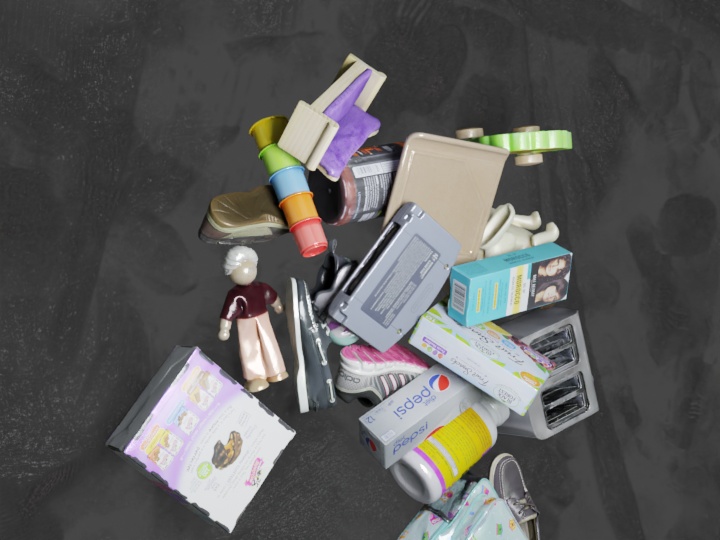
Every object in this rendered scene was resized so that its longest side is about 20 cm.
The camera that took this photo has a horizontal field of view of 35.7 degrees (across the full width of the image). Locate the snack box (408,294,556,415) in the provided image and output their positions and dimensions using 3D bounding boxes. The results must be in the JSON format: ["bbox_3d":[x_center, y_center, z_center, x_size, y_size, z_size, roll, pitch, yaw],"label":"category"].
[{"bbox_3d":[0.184,0.123,1.675,0.053,0.200,0.142,-62,168,22],"label":"snack box"}]

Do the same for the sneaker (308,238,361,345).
[{"bbox_3d":[0.000,0.000,1.658,0.200,0.078,0.140,-45,115,-26],"label":"sneaker"}]

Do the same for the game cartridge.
[{"bbox_3d":[0.054,0.015,1.613,0.200,0.042,0.133,-53,133,-3],"label":"game cartridge"}]

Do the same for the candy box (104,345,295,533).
[{"bbox_3d":[-0.214,0.228,1.516,0.200,0.071,0.168,45,66,-26],"label":"candy box"}]

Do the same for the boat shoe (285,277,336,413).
[{"bbox_3d":[-0.071,0.105,1.608,0.060,0.076,0.201,-7,106,-11],"label":"boat shoe"}]

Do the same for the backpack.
[{"bbox_3d":[0.156,0.436,1.727,0.200,0.153,0.176,-41,117,-20],"label":"backpack"}]

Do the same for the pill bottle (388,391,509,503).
[{"bbox_3d":[0.142,0.263,1.741,0.200,0.104,0.104,-38,110,-28],"label":"pill bottle"}]

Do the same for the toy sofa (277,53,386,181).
[{"bbox_3d":[-0.026,-0.217,1.572,0.097,0.083,0.200,34,37,2],"label":"toy sofa"}]

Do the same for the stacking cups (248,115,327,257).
[{"bbox_3d":[-0.099,-0.114,1.559,0.060,0.060,0.200,-10,74,-34],"label":"stacking cups"}]

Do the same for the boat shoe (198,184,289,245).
[{"bbox_3d":[-0.149,-0.074,1.565,0.200,0.065,0.073,-4,61,-50],"label":"boat shoe"}]

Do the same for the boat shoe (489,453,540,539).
[{"bbox_3d":[0.263,0.402,1.849,0.072,0.065,0.201,-11,96,-32],"label":"boat shoe"}]

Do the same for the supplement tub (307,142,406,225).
[{"bbox_3d":[0.028,-0.133,1.661,0.200,0.107,0.107,-13,98,-35],"label":"supplement tub"}]

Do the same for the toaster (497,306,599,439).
[{"bbox_3d":[0.283,0.167,1.830,0.200,0.119,0.181,-19,100,-33],"label":"toaster"}]

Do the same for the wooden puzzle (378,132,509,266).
[{"bbox_3d":[0.116,-0.100,1.646,0.185,0.037,0.200,6,111,-34],"label":"wooden puzzle"}]

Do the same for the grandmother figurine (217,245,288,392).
[{"bbox_3d":[-0.150,0.061,1.567,0.121,0.060,0.201,-28,109,-54],"label":"grandmother figurine"}]

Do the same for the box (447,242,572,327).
[{"bbox_3d":[0.226,0.020,1.685,0.200,0.049,0.082,-14,119,-31],"label":"box"}]

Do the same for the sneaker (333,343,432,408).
[{"bbox_3d":[0.030,0.162,1.686,0.200,0.074,0.088,5,115,-49],"label":"sneaker"}]

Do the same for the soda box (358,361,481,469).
[{"bbox_3d":[0.092,0.207,1.679,0.200,0.063,0.068,-32,144,-25],"label":"soda box"}]

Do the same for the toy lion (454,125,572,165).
[{"bbox_3d":[0.258,-0.200,1.766,0.200,0.192,0.069,-7,94,-35],"label":"toy lion"}]

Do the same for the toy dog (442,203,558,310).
[{"bbox_3d":[0.243,-0.011,1.793,0.200,0.139,0.194,28,87,-31],"label":"toy dog"}]
